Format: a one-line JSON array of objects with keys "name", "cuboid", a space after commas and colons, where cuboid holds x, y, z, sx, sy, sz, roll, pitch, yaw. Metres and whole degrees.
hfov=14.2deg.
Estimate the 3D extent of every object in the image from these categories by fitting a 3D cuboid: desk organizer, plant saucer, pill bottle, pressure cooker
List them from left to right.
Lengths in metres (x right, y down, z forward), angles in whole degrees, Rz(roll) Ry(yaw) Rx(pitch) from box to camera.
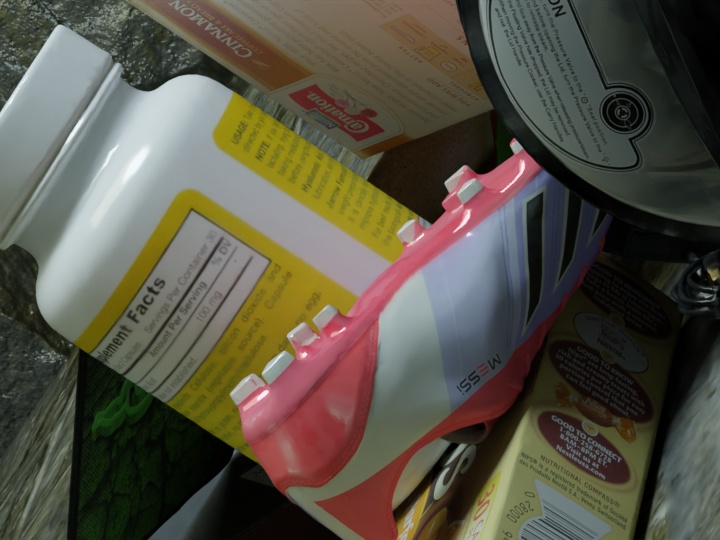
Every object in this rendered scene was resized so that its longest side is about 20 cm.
[{"name": "desk organizer", "cuboid": [-0.065, 0.144, 1.304, 0.200, 0.077, 0.072, -32, 26, -34]}, {"name": "pill bottle", "cuboid": [-0.050, -0.002, 1.074, 0.112, 0.200, 0.111, -55, 8, 11]}, {"name": "plant saucer", "cuboid": [0.007, -0.003, 1.283, 0.201, 0.035, 0.200, -57, -4, -5]}, {"name": "pressure cooker", "cuboid": [0.119, -0.107, 0.896, 0.200, 0.175, 0.179, -64, -2, -62]}]

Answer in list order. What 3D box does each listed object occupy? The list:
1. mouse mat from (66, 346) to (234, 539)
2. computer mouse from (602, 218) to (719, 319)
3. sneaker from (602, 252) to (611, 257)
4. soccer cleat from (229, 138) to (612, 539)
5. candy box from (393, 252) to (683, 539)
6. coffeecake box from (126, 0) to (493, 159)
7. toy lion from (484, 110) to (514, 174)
[{"name": "mouse mat", "cuboid": [-0.081, 0.037, 1.227, 0.200, 0.007, 0.162, -45, -37, -65]}, {"name": "computer mouse", "cuboid": [0.117, -0.015, 1.016, 0.200, 0.058, 0.034, -114, 27, -78]}, {"name": "sneaker", "cuboid": [0.044, 0.035, 1.223, 0.085, 0.075, 0.200, -61, -1, -30]}, {"name": "soccer cleat", "cuboid": [0.041, 0.013, 1.007, 0.200, 0.077, 0.067, -42, 6, -27]}, {"name": "candy box", "cuboid": [0.050, 0.091, 1.028, 0.116, 0.055, 0.200, -51, 10, 36]}, {"name": "coffeecake box", "cuboid": [0.026, -0.133, 1.106, 0.199, 0.153, 0.073, -19, 52, 39]}, {"name": "toy lion", "cuboid": [0.071, -0.074, 1.369, 0.200, 0.068, 0.193, -126, 46, -71]}]
